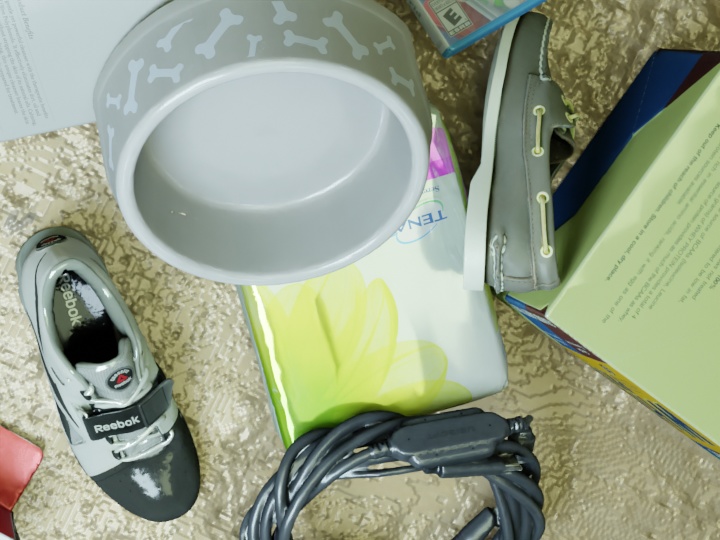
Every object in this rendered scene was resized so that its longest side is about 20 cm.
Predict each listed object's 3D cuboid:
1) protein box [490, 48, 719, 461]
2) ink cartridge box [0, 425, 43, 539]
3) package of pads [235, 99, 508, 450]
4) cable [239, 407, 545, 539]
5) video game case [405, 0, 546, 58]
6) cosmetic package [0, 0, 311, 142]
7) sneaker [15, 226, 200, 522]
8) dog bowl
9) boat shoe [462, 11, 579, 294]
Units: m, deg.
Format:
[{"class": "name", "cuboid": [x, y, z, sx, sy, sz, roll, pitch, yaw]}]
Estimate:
[{"class": "protein box", "cuboid": [0.229, -0.002, 1.383, 0.200, 0.135, 0.199, 36, 89, -14]}, {"class": "ink cartridge box", "cuboid": [-0.314, 0.145, 1.314, 0.200, 0.084, 0.176, 30, 90, -14]}, {"class": "package of pads", "cuboid": [0.000, 0.000, 1.370, 0.154, 0.068, 0.200, -16, 101, -8]}, {"class": "cable", "cuboid": [0.019, 0.157, 1.377, 0.200, 0.051, 0.163, -11, 133, -16]}, {"class": "video game case", "cuboid": [0.055, -0.246, 1.329, 0.143, 0.018, 0.200, -32, 85, -18]}, {"class": "cosmetic package", "cuboid": [-0.137, -0.150, 1.235, 0.200, 0.085, 0.108, -11, 130, 0]}, {"class": "sneaker", "cuboid": [-0.155, 0.073, 1.338, 0.074, 0.089, 0.200, -28, 104, -8]}, {"class": "dog bowl", "cuboid": [-0.052, -0.070, 1.230, 0.200, 0.059, 0.200, -6, 137, -6]}, {"class": "boat shoe", "cuboid": [0.103, -0.075, 1.342, 0.060, 0.072, 0.202, 7, 60, 7]}]
